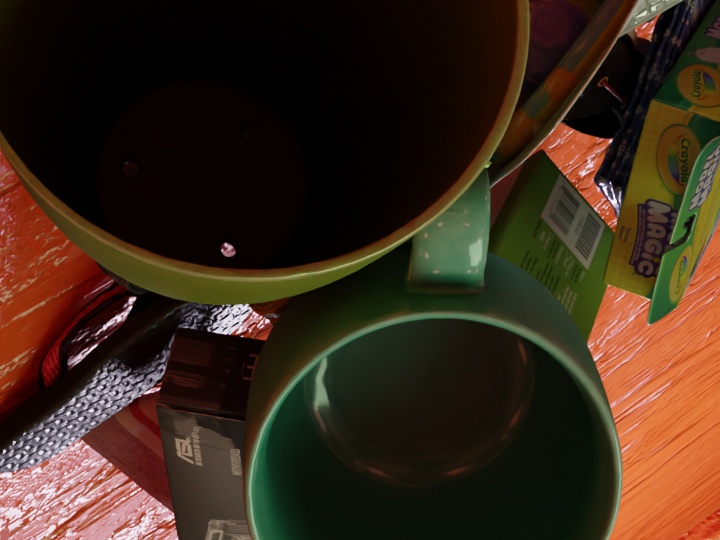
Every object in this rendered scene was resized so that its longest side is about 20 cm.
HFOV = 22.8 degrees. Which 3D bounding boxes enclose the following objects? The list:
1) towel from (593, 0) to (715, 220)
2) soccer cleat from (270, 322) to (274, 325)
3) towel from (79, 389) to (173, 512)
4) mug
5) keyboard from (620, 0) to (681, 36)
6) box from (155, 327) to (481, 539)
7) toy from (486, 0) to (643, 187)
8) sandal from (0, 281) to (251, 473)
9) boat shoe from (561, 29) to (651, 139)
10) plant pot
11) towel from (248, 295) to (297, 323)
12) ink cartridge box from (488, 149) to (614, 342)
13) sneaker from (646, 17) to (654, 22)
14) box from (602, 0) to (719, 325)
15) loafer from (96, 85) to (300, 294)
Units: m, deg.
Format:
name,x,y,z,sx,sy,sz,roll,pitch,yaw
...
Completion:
name,x,y,z,sx,sy,sz,roll,pitch,yaw
towel,0.175,-0.123,0.993,0.145,0.024,0.201,37,74,-74
soccer cleat,0.006,-0.040,0.946,0.081,0.067,0.200,-36,163,-48
towel,-0.042,0.097,0.968,0.199,0.023,0.144,-16,134,35
mug,0.036,0.053,0.747,0.185,0.152,0.114,-52,-166,16
keyboard,0.177,-0.167,0.853,0.199,0.011,0.056,-31,142,-4
box,-0.017,0.114,0.919,0.200,0.157,0.050,91,9,-54
toy,0.069,-0.085,0.750,0.115,0.047,0.200,-55,179,-16
sandal,-0.131,0.042,0.915,0.200,0.045,0.075,-35,159,31
boat shoe,0.107,-0.108,0.944,0.201,0.073,0.063,9,100,-67
plant pot,-0.050,-0.062,0.670,0.187,0.187,0.200,-34,172,-15
towel,0.000,0.000,0.854,0.086,0.018,0.200,-41,168,2
ink cartridge box,0.039,0.039,1.012,0.200,0.076,0.148,-37,-168,32
sneaker,0.189,-0.202,0.887,0.200,0.074,0.081,-34,139,4
box,0.181,-0.066,0.958,0.200,0.048,0.118,-54,159,-52
loafer,-0.044,-0.054,0.810,0.200,0.072,0.073,-47,159,21
